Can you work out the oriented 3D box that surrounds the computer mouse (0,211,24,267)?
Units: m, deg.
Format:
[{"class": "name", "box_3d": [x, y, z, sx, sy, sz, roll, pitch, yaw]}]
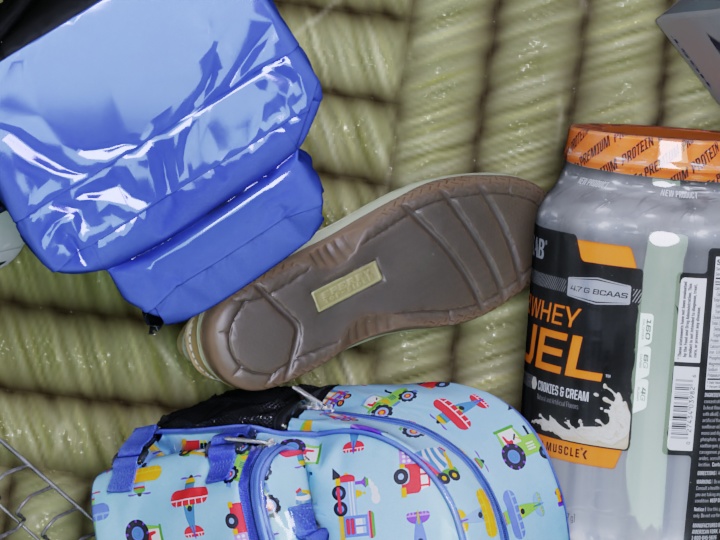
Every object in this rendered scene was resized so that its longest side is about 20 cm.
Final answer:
[{"class": "computer mouse", "box_3d": [-0.261, -0.022, 1.389, 0.199, 0.044, 0.110, -10, 93, -1]}]

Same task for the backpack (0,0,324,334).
[{"class": "backpack", "box_3d": [-0.103, -0.071, 1.316, 0.162, 0.200, 0.169, -27, 104, -2]}]

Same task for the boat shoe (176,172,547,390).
[{"class": "boat shoe", "box_3d": [0.000, 0.000, 1.388, 0.199, 0.076, 0.072, -18, 98, -24]}]

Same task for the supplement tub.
[{"class": "supplement tub", "box_3d": [0.140, 0.033, 1.366, 0.122, 0.123, 0.201, 4, 96, -3]}]

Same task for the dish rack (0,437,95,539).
[{"class": "dish rack", "box_3d": [-0.200, 0.152, 1.387, 0.200, 0.055, 0.154, 40, 92, 6]}]

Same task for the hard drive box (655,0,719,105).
[{"class": "hard drive box", "box_3d": [0.227, -0.081, 1.326, 0.077, 0.200, 0.156, -38, 94, 1]}]

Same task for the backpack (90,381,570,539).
[{"class": "backpack", "box_3d": [-0.005, 0.143, 1.331, 0.199, 0.134, 0.184, -5, 95, 31]}]
